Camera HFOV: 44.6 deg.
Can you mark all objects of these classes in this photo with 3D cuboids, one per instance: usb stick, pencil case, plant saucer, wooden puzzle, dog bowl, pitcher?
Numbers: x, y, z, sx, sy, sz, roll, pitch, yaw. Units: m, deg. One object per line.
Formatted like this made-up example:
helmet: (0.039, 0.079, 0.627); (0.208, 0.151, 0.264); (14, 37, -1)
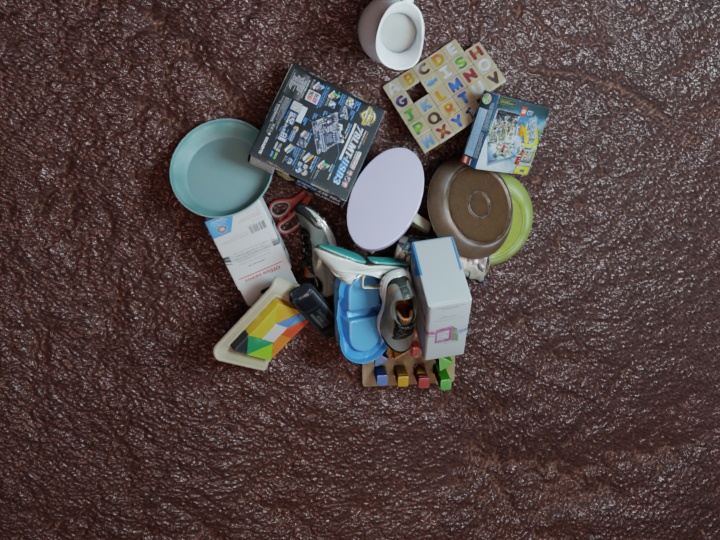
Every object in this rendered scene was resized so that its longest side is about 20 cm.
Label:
usb stick: (-0.084, 0.081, 1.731); (0.055, 0.033, 0.200); (-31, 148, 3)
pencil case: (0.158, -0.020, 1.742); (0.198, 0.078, 0.090); (6, 132, 5)
plant saucer: (-0.257, -0.186, 1.645); (0.198, 0.036, 0.202); (-1, 71, 4)
plant saucer: (0.255, -0.100, 1.770); (0.198, 0.031, 0.202); (-2, 107, -6)
wooden puzzle: (-0.175, 0.113, 1.729); (0.200, 0.037, 0.185); (-50, 150, 9)
dog bowl: (0.000, 0.078, 1.712); (0.110, 0.050, 0.202); (-9, 108, -24)
pitcher: (0.064, -0.448, 1.550); (0.120, 0.200, 0.173); (11, 106, -9)
plant saucer: (0.219, -0.123, 1.677); (0.198, 0.034, 0.203); (4, 82, -27)

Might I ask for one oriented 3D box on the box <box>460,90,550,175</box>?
box: (0.276, -0.255, 1.654); (0.199, 0.038, 0.138); (-2, 113, -51)

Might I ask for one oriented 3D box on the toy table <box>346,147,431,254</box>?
toy table: (0.048, -0.125, 1.668); (0.183, 0.117, 0.201); (36, 85, 9)

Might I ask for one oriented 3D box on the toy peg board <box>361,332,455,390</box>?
toy peg board: (0.104, 0.155, 1.800); (0.197, 0.098, 0.202); (-2, 107, -5)

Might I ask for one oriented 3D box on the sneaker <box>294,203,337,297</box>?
sneaker: (-0.085, -0.036, 1.711); (0.079, 0.074, 0.202); (-29, 113, -17)

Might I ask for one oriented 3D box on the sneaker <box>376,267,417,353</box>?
sneaker: (0.073, 0.091, 1.656); (0.073, 0.080, 0.201); (-15, 135, -10)

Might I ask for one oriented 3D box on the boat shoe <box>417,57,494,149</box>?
boat shoe: (0.186, -0.320, 1.680); (0.200, 0.072, 0.068); (-44, 135, 1)

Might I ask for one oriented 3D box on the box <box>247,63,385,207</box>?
box: (-0.080, -0.249, 1.623); (0.197, 0.050, 0.202); (25, 75, -7)

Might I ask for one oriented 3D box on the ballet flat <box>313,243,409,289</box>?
ballet flat: (0.000, 0.000, 1.631); (0.198, 0.069, 0.070); (11, 107, -28)

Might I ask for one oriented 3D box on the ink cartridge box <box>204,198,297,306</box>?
ink cartridge box: (-0.210, -0.044, 1.711); (0.115, 0.068, 0.201); (-22, 117, 2)

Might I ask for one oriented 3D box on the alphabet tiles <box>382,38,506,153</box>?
alphabet tiles: (0.163, -0.336, 1.642); (0.199, 0.008, 0.168); (-32, 67, 5)

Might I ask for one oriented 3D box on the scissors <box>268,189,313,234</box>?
scissors: (-0.095, -0.152, 1.728); (0.199, 0.014, 0.073); (-38, 106, 5)

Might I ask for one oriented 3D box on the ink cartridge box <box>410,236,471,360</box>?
ink cartridge box: (0.145, 0.056, 1.646); (0.084, 0.146, 0.201); (-9, 146, -6)
